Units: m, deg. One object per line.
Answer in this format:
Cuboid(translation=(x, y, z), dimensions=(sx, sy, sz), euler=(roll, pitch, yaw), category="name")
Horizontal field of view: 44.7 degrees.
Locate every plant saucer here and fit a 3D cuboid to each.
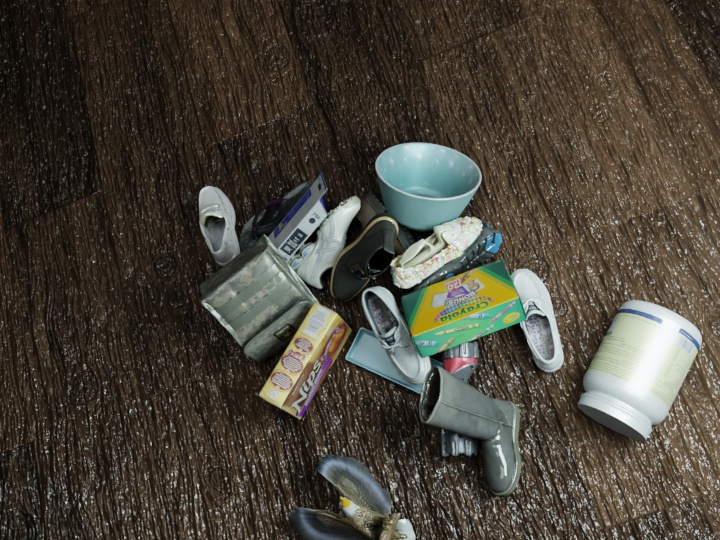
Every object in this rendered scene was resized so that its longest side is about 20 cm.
Cuboid(translation=(0.073, 0.175, 1.633), dimensions=(0.200, 0.019, 0.070), euler=(23, 77, 22), category="plant saucer")

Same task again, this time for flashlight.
Cuboid(translation=(0.180, 0.227, 1.554), dimensions=(0.068, 0.068, 0.200), euler=(-15, 72, 45), category="flashlight")

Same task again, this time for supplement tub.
Cuboid(translation=(0.462, 0.166, 1.462), dimensions=(0.145, 0.145, 0.200), euler=(26, 79, 22), category="supplement tub")

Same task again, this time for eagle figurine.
Cuboid(translation=(-0.011, 0.424, 1.522), dimensions=(0.152, 0.151, 0.200), euler=(-19, 22, -35), category="eagle figurine")

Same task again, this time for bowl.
Cuboid(translation=(0.123, -0.149, 1.667), dimensions=(0.201, 0.105, 0.201), euler=(4, 38, -3), category="bowl")

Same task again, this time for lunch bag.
Cuboid(translation=(-0.180, 0.066, 1.655), dimensions=(0.164, 0.200, 0.118), euler=(-37, 22, 4), category="lunch bag")

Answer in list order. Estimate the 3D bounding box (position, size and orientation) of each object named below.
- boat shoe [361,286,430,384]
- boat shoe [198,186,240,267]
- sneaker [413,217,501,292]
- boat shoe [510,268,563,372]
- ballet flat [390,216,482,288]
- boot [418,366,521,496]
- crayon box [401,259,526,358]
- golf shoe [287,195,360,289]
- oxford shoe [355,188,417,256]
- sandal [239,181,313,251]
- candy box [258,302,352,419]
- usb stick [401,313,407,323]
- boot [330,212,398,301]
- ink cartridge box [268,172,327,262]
Cuboid(translation=(0.057, 0.119, 1.597), dimensions=(0.070, 0.071, 0.201), euler=(-34, 73, 19), category="boat shoe")
Cuboid(translation=(-0.298, -0.104, 1.802), dimensions=(0.071, 0.069, 0.200), euler=(-27, 58, 7), category="boat shoe")
Cuboid(translation=(0.173, -0.018, 1.659), dimensions=(0.200, 0.073, 0.082), euler=(-39, 48, -7), category="sneaker")
Cuboid(translation=(0.312, 0.083, 1.575), dimensions=(0.072, 0.069, 0.200), euler=(-12, 68, 10), category="boat shoe")
Cuboid(translation=(0.137, -0.042, 1.604), dimensions=(0.200, 0.064, 0.076), euler=(-39, 43, -5), category="ballet flat")
Cuboid(translation=(0.184, 0.272, 1.470), dimensions=(0.073, 0.200, 0.182), euler=(-21, 55, 39), category="boot")
Cuboid(translation=(0.182, 0.067, 1.560), dimensions=(0.200, 0.058, 0.119), euler=(-21, 35, 7), category="crayon box")
Cuboid(translation=(-0.049, -0.053, 1.714), dimensions=(0.097, 0.078, 0.200), euler=(42, 106, 7), category="golf shoe")
Cuboid(translation=(0.054, -0.059, 1.705), dimensions=(0.084, 0.073, 0.200), euler=(-43, 62, 14), category="oxford shoe")
Cuboid(translation=(-0.173, -0.115, 1.788), dimensions=(0.200, 0.048, 0.075), euler=(-41, 64, -1), category="sandal")
Cuboid(translation=(-0.100, 0.169, 1.627), dimensions=(0.056, 0.117, 0.200), euler=(25, 78, 21), category="candy box")
Cuboid(translation=(0.160, 0.080, 1.637), dimensions=(0.200, 0.033, 0.056), euler=(-21, 67, 7), category="usb stick")
Cuboid(translation=(0.000, 0.000, 1.616), dimensions=(0.077, 0.138, 0.200), euler=(24, 117, -11), category="boot")
Cuboid(translation=(-0.119, -0.092, 1.713), dimensions=(0.200, 0.039, 0.099), euler=(-49, 23, 16), category="ink cartridge box")
